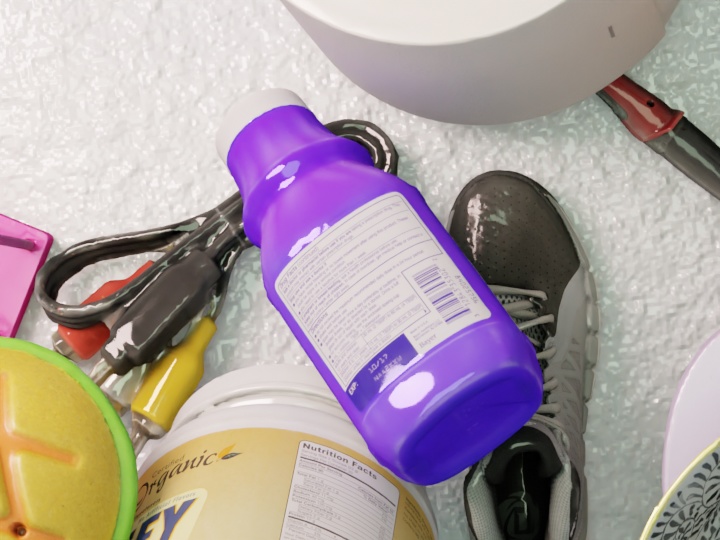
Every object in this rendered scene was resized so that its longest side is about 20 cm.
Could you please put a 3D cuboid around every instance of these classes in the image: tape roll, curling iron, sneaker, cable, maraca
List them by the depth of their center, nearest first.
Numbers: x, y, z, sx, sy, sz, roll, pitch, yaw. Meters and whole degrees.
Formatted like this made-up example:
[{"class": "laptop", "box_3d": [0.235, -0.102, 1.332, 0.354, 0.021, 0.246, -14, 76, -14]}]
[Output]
[{"class": "maraca", "box_3d": [-0.182, 0.117, 1.087, 0.200, 0.107, 0.137, -43, 75, -2]}, {"class": "tape roll", "box_3d": [0.046, -0.177, 1.148, 0.202, 0.139, 0.203, -2, 79, 12]}, {"class": "sneaker", "box_3d": [0.075, 0.052, 1.169, 0.075, 0.115, 0.201, -6, 88, 4]}, {"class": "curling iron", "box_3d": [0.143, -0.077, 1.212, 0.050, 0.026, 0.200, -43, 86, 5]}, {"class": "cable", "box_3d": [-0.073, -0.006, 1.231, 0.200, 0.050, 0.097, -43, 69, -10]}]

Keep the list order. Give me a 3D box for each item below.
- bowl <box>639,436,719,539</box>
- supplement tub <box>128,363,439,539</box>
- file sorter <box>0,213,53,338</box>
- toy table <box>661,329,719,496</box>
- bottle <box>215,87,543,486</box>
[{"class": "bowl", "box_3d": [0.202, 0.144, 1.054, 0.200, 0.094, 0.202, 0, 89, 3]}, {"class": "supplement tub", "box_3d": [-0.041, 0.149, 1.118, 0.144, 0.200, 0.145, 4, 127, 5]}, {"class": "file sorter", "box_3d": [-0.250, 0.049, 1.188, 0.139, 0.125, 0.201, 22, 90, 4]}, {"class": "toy table", "box_3d": [0.202, 0.116, 1.158, 0.183, 0.117, 0.201, -8, 89, 4]}, {"class": "bottle", "box_3d": [0.000, 0.000, 1.143, 0.083, 0.065, 0.200, -36, 55, 0]}]
